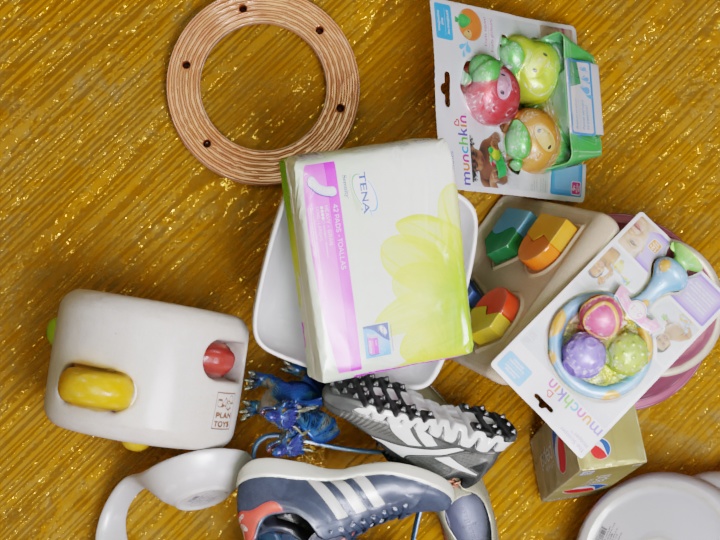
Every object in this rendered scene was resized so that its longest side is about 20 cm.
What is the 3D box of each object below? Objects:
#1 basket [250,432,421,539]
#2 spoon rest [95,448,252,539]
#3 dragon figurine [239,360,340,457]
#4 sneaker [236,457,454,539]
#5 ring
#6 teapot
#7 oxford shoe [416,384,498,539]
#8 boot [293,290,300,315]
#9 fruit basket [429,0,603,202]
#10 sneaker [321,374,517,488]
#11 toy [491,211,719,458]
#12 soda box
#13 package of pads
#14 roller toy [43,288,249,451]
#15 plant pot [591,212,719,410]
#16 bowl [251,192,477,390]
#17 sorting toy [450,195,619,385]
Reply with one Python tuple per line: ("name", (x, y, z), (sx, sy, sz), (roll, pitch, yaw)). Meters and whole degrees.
("basket", (-0.032, 0.265, 1.234), (0.174, 0.139, 0.202), (10, 90, -7))
("spoon rest", (-0.185, 0.210, 1.227), (0.199, 0.099, 0.061), (-36, 59, 31))
("dragon figurine", (-0.046, 0.127, 1.225), (0.099, 0.199, 0.060), (23, 108, 32))
("sneaker", (-0.013, 0.222, 1.154), (0.197, 0.075, 0.085), (1, 58, -3))
("ring", (-0.100, -0.187, 1.320), (0.198, 0.019, 0.203), (0, 86, -6))
("teapot", (0.309, 0.300, 1.265), (0.198, 0.146, 0.199), (-24, 65, 18))
("oxford shoe", (0.091, 0.200, 1.282), (0.070, 0.074, 0.202), (-26, 89, -6))
("boot", (-0.001, -0.013, 1.287), (0.095, 0.074, 0.202), (20, 84, 4))
("fruit basket", (0.153, -0.166, 1.263), (0.199, 0.093, 0.188), (5, 79, -42))
("sneaker", (0.046, 0.158, 1.194), (0.198, 0.067, 0.091), (18, 110, -24))
("toy", (0.225, 0.051, 1.128), (0.200, 0.047, 0.115), (-44, 83, -12))
("soda box", (0.213, 0.171, 1.228), (0.063, 0.200, 0.069), (-7, 73, -5))
("package of pads", (0.018, -0.012, 1.153), (0.153, 0.068, 0.203), (-10, 95, -17))
("roller toy", (-0.200, 0.099, 1.208), (0.180, 0.200, 0.142), (11, 86, -21))
("plant pot", (0.263, 0.038, 1.255), (0.197, 0.179, 0.203), (0, 86, -5))
("bowl", (0.000, 0.000, 1.223), (0.198, 0.075, 0.202), (16, 90, -16))
("sorting toy", (0.139, 0.008, 1.242), (0.036, 0.200, 0.186), (39, 84, -25))
